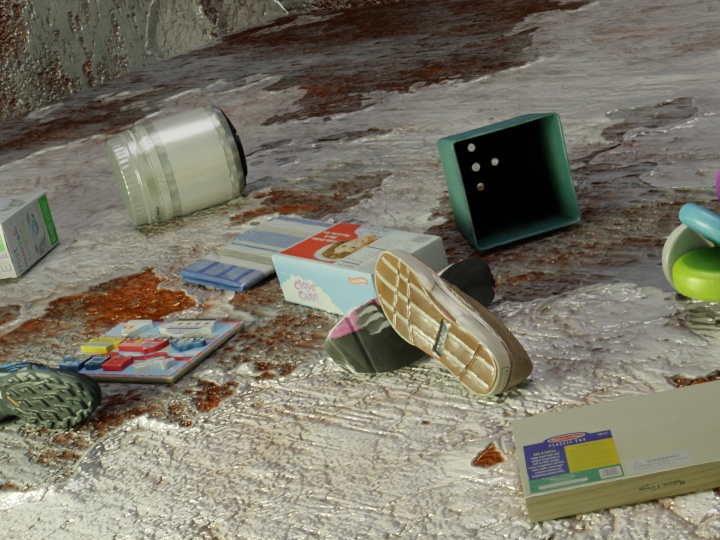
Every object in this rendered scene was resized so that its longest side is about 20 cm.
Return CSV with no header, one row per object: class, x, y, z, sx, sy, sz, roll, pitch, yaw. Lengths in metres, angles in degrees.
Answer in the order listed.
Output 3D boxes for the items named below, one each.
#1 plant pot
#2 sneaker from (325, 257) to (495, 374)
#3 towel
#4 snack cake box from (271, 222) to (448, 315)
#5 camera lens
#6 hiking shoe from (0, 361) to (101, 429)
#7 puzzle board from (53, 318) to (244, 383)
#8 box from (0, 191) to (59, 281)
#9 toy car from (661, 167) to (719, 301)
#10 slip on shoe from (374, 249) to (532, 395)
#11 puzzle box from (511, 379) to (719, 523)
plant pot,0.175,-0.125,1.654,0.141,0.142,0.200,-16,12,-8
sneaker,0.049,0.055,1.358,0.199,0.081,0.086,-22,0,-23
towel,-0.135,-0.023,1.750,0.146,0.024,0.200,9,32,44
snack cake box,0.000,0.000,1.524,0.115,0.067,0.200,-29,24,-31
camera lens,-0.294,-0.171,2.058,0.199,0.161,0.160,-19,20,-14
hiking shoe,-0.361,0.127,1.410,0.199,0.075,0.087,-3,23,29
puzzle board,-0.260,0.092,1.525,0.199,0.017,0.151,-1,23,31
box,-0.613,-0.042,2.025,0.199,0.097,0.177,-8,18,14
toy car,0.395,-0.041,1.239,0.199,0.151,0.175,-17,20,-10
slip on shoe,0.090,0.047,1.253,0.060,0.076,0.200,-10,38,-39
puzzle box,0.226,0.144,1.034,0.199,0.026,0.133,-12,20,7
